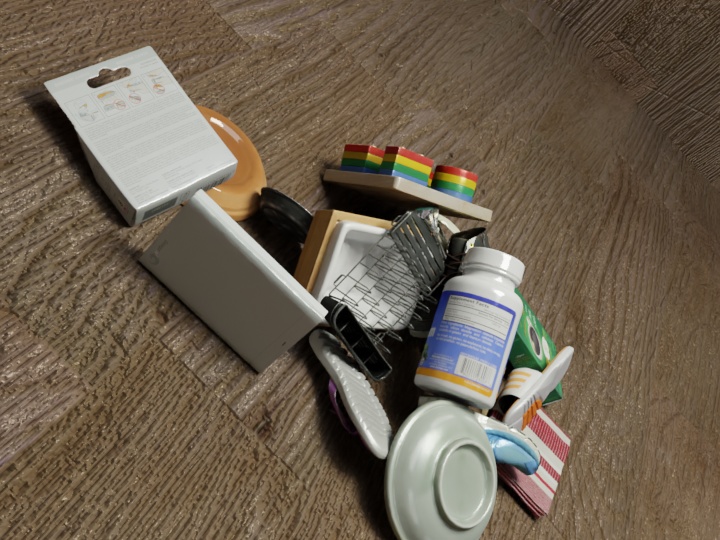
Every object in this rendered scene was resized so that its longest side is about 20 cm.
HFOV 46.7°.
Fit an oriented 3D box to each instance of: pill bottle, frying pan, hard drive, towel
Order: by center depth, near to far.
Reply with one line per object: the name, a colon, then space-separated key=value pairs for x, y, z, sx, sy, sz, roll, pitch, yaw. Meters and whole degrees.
hard drive: x=-0.151 y=0.017 z=0.974 sx=0.200 sy=0.132 sz=0.026 roll=44 pitch=35 yaw=-7
pill bottle: x=0.153 y=0.075 z=1.122 sx=0.112 sy=0.112 sz=0.200 roll=26 pitch=76 yaw=-29
frying pan: x=-0.087 y=-0.054 z=1.189 sx=0.115 sy=0.031 sz=0.190 roll=28 pitch=-18 yaw=29
towel: x=0.250 y=0.266 z=1.273 sx=0.144 sy=0.023 sz=0.200 roll=47 pitch=33 yaw=0

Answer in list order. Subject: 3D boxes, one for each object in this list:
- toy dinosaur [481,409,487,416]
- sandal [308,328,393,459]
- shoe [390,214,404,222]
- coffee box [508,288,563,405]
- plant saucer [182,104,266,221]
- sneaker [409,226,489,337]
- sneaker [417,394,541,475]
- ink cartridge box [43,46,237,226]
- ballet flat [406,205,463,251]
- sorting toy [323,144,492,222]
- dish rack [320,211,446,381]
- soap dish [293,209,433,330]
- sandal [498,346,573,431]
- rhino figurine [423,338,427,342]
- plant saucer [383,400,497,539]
toy dinosaur: x=0.187 y=0.135 z=1.210 sx=0.101 sy=0.058 sz=0.200 roll=34 pitch=60 yaw=-48
sandal: x=-0.017 y=0.162 z=1.061 sx=0.082 sy=0.050 sz=0.203 roll=31 pitch=23 yaw=-48
shoe: x=0.064 y=-0.029 z=1.316 sx=0.091 sy=0.071 sz=0.200 roll=62 pitch=27 yaw=-9
coffee box: x=0.268 y=0.114 z=1.365 sx=0.200 sy=0.044 sz=0.123 roll=51 pitch=29 yaw=-34
plant saucer: x=-0.211 y=-0.159 z=1.161 sx=0.200 sy=0.037 sz=0.200 roll=28 pitch=40 yaw=-27
sneaker: x=0.128 y=0.015 z=1.220 sx=0.200 sy=0.075 sz=0.106 roll=-36 pitch=121 yaw=-43
sneaker: x=0.154 y=0.244 z=1.150 sx=0.200 sy=0.078 sz=0.090 roll=26 pitch=77 yaw=-14
ink cartridge box: x=-0.276 y=-0.172 z=1.055 sx=0.162 sy=0.057 sz=0.200 roll=-33 pitch=78 yaw=-36
ballet flat: x=0.137 y=-0.024 z=1.299 sx=0.200 sy=0.072 sz=0.072 roll=56 pitch=26 yaw=-36
sorting toy: x=0.079 y=-0.143 z=1.318 sx=0.198 sy=0.200 sz=0.070 roll=15 pitch=90 yaw=-35
dish rack: x=0.043 y=0.029 z=1.099 sx=0.055 sy=0.200 sz=0.154 roll=30 pitch=-19 yaw=43
soap dish: x=0.000 y=0.000 z=1.142 sx=0.200 sy=0.158 sz=0.081 roll=8 pitch=16 yaw=-44
sandal: x=0.256 y=0.177 z=1.279 sx=0.059 sy=0.079 sz=0.207 roll=28 pitch=45 yaw=27
rhino figurine: x=0.164 y=0.091 z=1.311 sx=0.087 sy=0.060 sz=0.200 roll=51 pitch=31 yaw=17
plant saucer: x=0.116 y=0.262 z=1.032 sx=0.200 sy=0.050 sz=0.201 roll=8 pitch=78 yaw=-42
